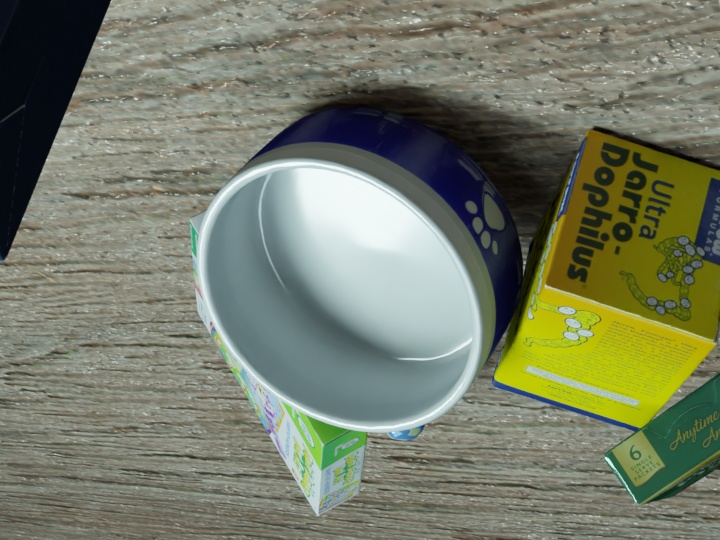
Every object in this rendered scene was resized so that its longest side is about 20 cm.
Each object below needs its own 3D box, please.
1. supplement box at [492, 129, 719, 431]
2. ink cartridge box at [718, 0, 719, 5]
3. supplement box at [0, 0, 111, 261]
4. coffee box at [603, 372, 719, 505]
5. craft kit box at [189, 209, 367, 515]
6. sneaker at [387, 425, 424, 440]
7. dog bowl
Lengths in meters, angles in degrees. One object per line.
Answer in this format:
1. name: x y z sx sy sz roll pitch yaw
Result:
1. supplement box: 0.161 0.012 1.313 0.109 0.109 0.200 17 159 0
2. ink cartridge box: 0.254 -0.145 0.938 0.197 0.044 0.200 8 158 24
3. supplement box: -0.265 -0.142 1.146 0.199 0.201 0.134 15 158 10
4. coffee box: 0.235 0.108 1.405 0.044 0.123 0.200 57 -172 12
5. craft kit box: -0.062 0.068 1.562 0.198 0.048 0.200 55 166 17
6. sneaker: -0.010 0.062 1.560 0.075 0.077 0.200 12 -169 -39
7. dog bowl: 0.000 0.000 1.327 0.199 0.079 0.201 14 126 21
